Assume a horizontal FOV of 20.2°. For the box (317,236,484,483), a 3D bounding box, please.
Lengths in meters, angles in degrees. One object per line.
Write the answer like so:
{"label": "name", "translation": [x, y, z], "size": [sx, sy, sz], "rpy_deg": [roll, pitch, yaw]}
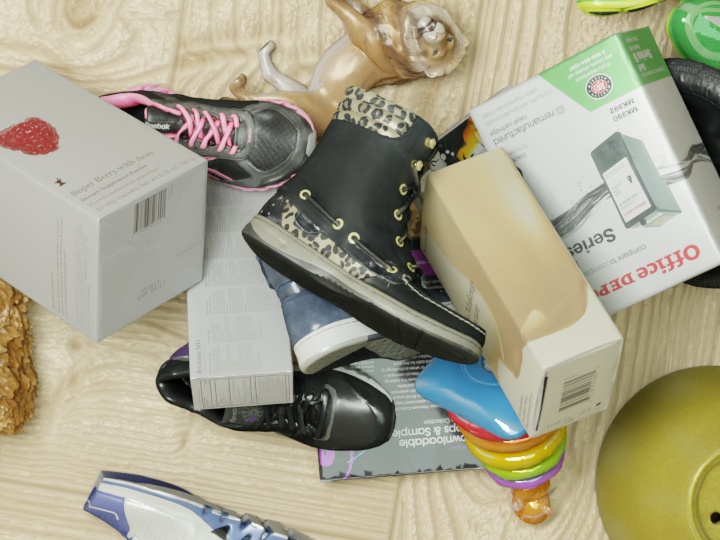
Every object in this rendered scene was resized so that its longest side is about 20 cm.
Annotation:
{"label": "box", "translation": [0.028, 0.073, 1.706], "size": [0.142, 0.036, 0.202], "rpy_deg": [-4, 90, -4]}

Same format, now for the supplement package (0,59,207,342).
{"label": "supplement package", "translation": [-0.232, -0.058, 1.585], "size": [0.199, 0.121, 0.120], "rpy_deg": [30, 133, 29]}

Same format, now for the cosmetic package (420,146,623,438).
{"label": "cosmetic package", "translation": [0.121, 0.016, 1.559], "size": [0.071, 0.106, 0.201], "rpy_deg": [-20, 56, -15]}

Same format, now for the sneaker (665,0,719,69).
{"label": "sneaker", "translation": [0.347, -0.167, 1.692], "size": [0.200, 0.084, 0.074], "rpy_deg": [36, 89, -3]}

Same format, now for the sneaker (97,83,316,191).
{"label": "sneaker", "translation": [-0.135, -0.111, 1.632], "size": [0.199, 0.095, 0.080], "rpy_deg": [8, 90, 23]}

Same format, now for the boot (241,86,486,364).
{"label": "boot", "translation": [0.031, -0.035, 1.515], "size": [0.203, 0.074, 0.154], "rpy_deg": [29, 75, 11]}

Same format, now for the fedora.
{"label": "fedora", "translation": [0.291, -0.087, 1.675], "size": [0.200, 0.091, 0.202], "rpy_deg": [13, 113, 34]}

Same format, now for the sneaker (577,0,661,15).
{"label": "sneaker", "translation": [0.256, -0.278, 1.683], "size": [0.199, 0.074, 0.084], "rpy_deg": [-34, 100, -11]}

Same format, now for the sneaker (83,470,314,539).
{"label": "sneaker", "translation": [-0.143, 0.247, 1.678], "size": [0.198, 0.081, 0.116], "rpy_deg": [21, 88, -5]}

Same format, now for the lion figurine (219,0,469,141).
{"label": "lion figurine", "translation": [-0.015, -0.165, 1.689], "size": [0.200, 0.073, 0.123], "rpy_deg": [-41, 101, 13]}

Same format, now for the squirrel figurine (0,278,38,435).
{"label": "squirrel figurine", "translation": [-0.344, 0.081, 1.618], "size": [0.199, 0.142, 0.188], "rpy_deg": [4, 57, -29]}

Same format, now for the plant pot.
{"label": "plant pot", "translation": [0.305, 0.183, 1.670], "size": [0.198, 0.142, 0.202], "rpy_deg": [0, 91, -3]}

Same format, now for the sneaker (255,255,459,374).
{"label": "sneaker", "translation": [0.001, -0.001, 1.621], "size": [0.077, 0.202, 0.147], "rpy_deg": [-39, 69, 34]}

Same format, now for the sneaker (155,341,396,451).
{"label": "sneaker", "translation": [-0.073, 0.113, 1.645], "size": [0.199, 0.088, 0.076], "rpy_deg": [14, 109, 17]}

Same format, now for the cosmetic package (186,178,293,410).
{"label": "cosmetic package", "translation": [-0.101, 0.015, 1.636], "size": [0.082, 0.051, 0.201], "rpy_deg": [-3, 53, -4]}

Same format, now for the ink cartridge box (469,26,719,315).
{"label": "ink cartridge box", "translation": [0.201, -0.073, 1.617], "size": [0.145, 0.084, 0.201], "rpy_deg": [-27, 88, 26]}

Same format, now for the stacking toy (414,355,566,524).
{"label": "stacking toy", "translation": [0.131, 0.140, 1.661], "size": [0.110, 0.116, 0.201], "rpy_deg": [-43, 138, -27]}

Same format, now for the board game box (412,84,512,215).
{"label": "board game box", "translation": [0.133, -0.038, 1.690], "size": [0.126, 0.035, 0.200], "rpy_deg": [-38, 93, -21]}
